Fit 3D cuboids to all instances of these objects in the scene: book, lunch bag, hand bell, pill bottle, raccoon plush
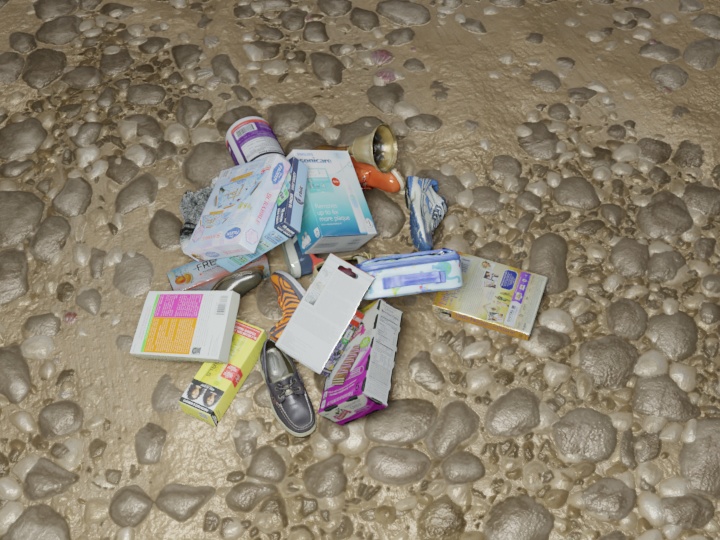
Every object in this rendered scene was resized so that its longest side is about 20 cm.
[{"bbox_3d":[-0.330,0.103,1.570,0.199,0.048,0.134,0,70,27],"label":"book"},{"bbox_3d":[0.092,0.008,1.575,0.199,0.161,0.083,-8,93,-1],"label":"lunch bag"},{"bbox_3d":[-0.030,-0.261,1.800,0.199,0.104,0.104,3,50,34],"label":"hand bell"},{"bbox_3d":[-0.218,-0.238,1.838,0.111,0.112,0.200,-20,56,-12],"label":"pill bottle"},{"bbox_3d":[-0.297,-0.118,1.732,0.134,0.097,0.200,-28,46,19],"label":"raccoon plush"}]

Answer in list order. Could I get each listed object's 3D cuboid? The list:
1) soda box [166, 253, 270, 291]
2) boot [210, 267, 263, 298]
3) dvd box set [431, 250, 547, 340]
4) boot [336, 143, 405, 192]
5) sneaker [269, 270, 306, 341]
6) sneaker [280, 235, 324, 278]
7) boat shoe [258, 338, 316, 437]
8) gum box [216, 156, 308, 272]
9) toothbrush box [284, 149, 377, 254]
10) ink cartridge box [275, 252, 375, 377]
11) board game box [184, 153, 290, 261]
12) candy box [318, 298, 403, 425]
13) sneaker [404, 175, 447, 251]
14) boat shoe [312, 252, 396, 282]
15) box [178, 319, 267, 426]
[{"bbox_3d":[-0.287,0.007,1.688,0.199,0.068,0.064,-22,55,-14],"label":"soda box"},{"bbox_3d":[-0.264,0.078,1.619,0.200,0.075,0.097,-31,56,8],"label":"boot"},{"bbox_3d":[0.258,0.048,1.654,0.199,0.029,0.147,16,57,13],"label":"dvd box set"},{"bbox_3d":[0.001,-0.200,1.829,0.200,0.075,0.107,24,61,29],"label":"boot"},{"bbox_3d":[-0.145,0.084,1.622,0.112,0.078,0.200,-40,48,-9],"label":"sneaker"},{"bbox_3d":[-0.128,-0.073,1.743,0.084,0.075,0.200,-11,60,-13],"label":"sneaker"},{"bbox_3d":[-0.140,0.213,1.532,0.072,0.065,0.200,-20,55,-12],"label":"boat shoe"},{"bbox_3d":[-0.192,-0.108,1.627,0.200,0.045,0.170,-29,42,35],"label":"gum box"},{"bbox_3d":[-0.072,-0.143,1.708,0.146,0.085,0.201,-4,66,-39],"label":"toothbrush box"},{"bbox_3d":[-0.058,0.081,1.524,0.109,0.050,0.200,30,87,24],"label":"ink cartridge box"},{"bbox_3d":[-0.241,-0.119,1.619,0.200,0.041,0.200,-5,57,49],"label":"board game box"},{"bbox_3d":[0.001,0.167,1.515,0.061,0.136,0.200,32,49,-25],"label":"candy box"},{"bbox_3d":[0.146,-0.126,1.763,0.085,0.077,0.200,-2,54,-4],"label":"sneaker"},{"bbox_3d":[0.000,0.000,1.680,0.199,0.066,0.074,-14,54,-7],"label":"boat shoe"},{"bbox_3d":[-0.255,0.190,1.564,0.075,0.050,0.200,20,56,18],"label":"box"}]
